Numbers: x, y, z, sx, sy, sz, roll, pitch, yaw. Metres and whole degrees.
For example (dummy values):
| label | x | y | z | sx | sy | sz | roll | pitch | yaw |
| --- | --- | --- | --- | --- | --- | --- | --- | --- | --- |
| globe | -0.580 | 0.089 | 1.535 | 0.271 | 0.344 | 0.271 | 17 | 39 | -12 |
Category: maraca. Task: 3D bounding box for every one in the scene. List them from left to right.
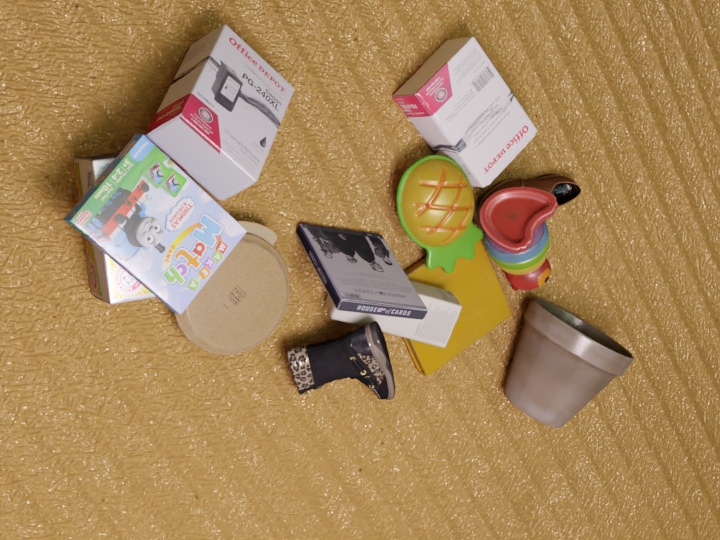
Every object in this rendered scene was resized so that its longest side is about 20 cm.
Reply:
| label | x | y | z | sx | sy | sz | roll | pitch | yaw |
| --- | --- | --- | --- | --- | --- | --- | --- | --- | --- |
| maraca | 0.129 | -0.091 | 1.741 | 0.137 | 0.107 | 0.200 | -30 | 115 | -13 |

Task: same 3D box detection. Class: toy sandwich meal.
| label | x | y | z | sx | sy | sz | roll | pitch | yaw |
| --- | --- | --- | --- | --- | --- | --- | --- | --- | --- |
| toy sandwich meal | -0.197 | 0.024 | 1.606 | 0.205 | 0.070 | 0.205 | -7 | 105 | -28 |

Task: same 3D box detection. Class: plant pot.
| label | x | y | z | sx | sy | sz | roll | pitch | yaw |
| --- | --- | --- | --- | --- | --- | --- | --- | --- | --- |
| plant pot | 0.341 | 0.169 | 1.861 | 0.200 | 0.200 | 0.174 | 23 | 102 | -29 |

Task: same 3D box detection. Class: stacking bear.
| label | x | y | z | sx | sy | sz | roll | pitch | yaw |
| --- | --- | --- | --- | --- | --- | --- | --- | --- | --- |
| stacking bear | 0.269 | -0.038 | 1.801 | 0.121 | 0.114 | 0.200 | -52 | 147 | -18 |

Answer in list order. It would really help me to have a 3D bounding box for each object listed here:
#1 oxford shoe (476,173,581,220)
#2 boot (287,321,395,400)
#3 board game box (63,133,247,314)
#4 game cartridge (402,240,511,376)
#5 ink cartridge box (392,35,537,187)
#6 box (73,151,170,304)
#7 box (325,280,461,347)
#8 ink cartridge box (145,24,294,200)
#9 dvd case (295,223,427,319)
| label | x | y | z | sx | sy | sz | roll | pitch | yaw |
| --- | --- | --- | --- | --- | --- | --- | --- | --- | --- |
| oxford shoe | 0.290 | -0.125 | 1.845 | 0.200 | 0.071 | 0.071 | -19 | 108 | -23 |
| boot | -0.026 | 0.158 | 1.701 | 0.150 | 0.073 | 0.200 | -14 | 150 | 1 |
| board game box | -0.271 | -0.061 | 1.451 | 0.200 | 0.037 | 0.151 | 44 | 74 | -28 |
| game cartridge | 0.147 | 0.052 | 1.816 | 0.200 | 0.032 | 0.176 | -33 | 111 | -23 |
| ink cartridge box | 0.172 | -0.255 | 1.753 | 0.145 | 0.084 | 0.200 | -46 | 114 | -15 |
| box | -0.322 | -0.062 | 1.502 | 0.112 | 0.101 | 0.200 | -11 | 102 | -28 |
| box | 0.052 | 0.054 | 1.708 | 0.200 | 0.068 | 0.082 | 17 | 107 | -17 |
| ink cartridge box | -0.192 | -0.224 | 1.510 | 0.145 | 0.083 | 0.200 | 41 | 46 | -28 |
| dvd case | 0.000 | 0.000 | 1.638 | 0.150 | 0.200 | 0.025 | 8 | 123 | -29 |
